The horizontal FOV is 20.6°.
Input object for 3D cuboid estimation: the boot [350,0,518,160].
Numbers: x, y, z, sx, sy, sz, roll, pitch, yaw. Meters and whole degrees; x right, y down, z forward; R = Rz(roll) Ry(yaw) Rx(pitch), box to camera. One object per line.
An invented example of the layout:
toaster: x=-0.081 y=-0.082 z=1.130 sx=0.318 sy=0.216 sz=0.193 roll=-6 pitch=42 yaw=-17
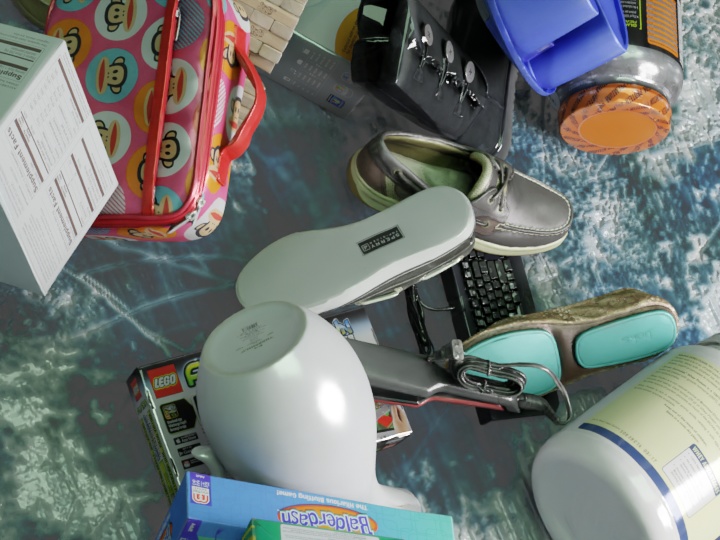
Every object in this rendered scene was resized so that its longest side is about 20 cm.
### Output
boot: x=0.059 y=-0.191 z=1.620 sx=0.200 sy=0.065 sz=0.166 roll=27 pitch=53 yaw=-53

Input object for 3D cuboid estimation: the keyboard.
keyboard: x=0.088 y=0.028 z=1.626 sx=0.126 sy=0.021 sz=0.202 roll=-6 pitch=70 yaw=-25

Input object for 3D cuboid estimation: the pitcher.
pitcher: x=-0.063 y=0.135 z=1.422 sx=0.171 sy=0.121 sz=0.201 roll=-28 pitch=124 yaw=-7

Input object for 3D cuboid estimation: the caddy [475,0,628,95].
caddy: x=0.141 y=-0.241 z=1.620 sx=0.141 sy=0.104 sz=0.201 roll=41 pitch=35 yaw=-54

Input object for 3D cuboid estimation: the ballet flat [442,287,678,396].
ballet flat: x=0.156 y=0.059 z=1.596 sx=0.198 sy=0.065 sz=0.071 roll=-10 pitch=112 yaw=-11

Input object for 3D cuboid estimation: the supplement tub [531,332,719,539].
supplement tub: x=0.249 y=0.149 z=1.568 sx=0.199 sy=0.145 sz=0.145 roll=-32 pitch=83 yaw=-30

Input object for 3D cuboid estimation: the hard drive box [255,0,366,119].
hard drive box: x=-0.061 y=-0.246 z=1.649 sx=0.199 sy=0.077 sz=0.157 roll=27 pitch=60 yaw=-10

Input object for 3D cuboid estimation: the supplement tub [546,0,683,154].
supplement tub: x=0.218 y=-0.211 z=1.722 sx=0.122 sy=0.123 sz=0.202 roll=11 pitch=65 yaw=-18

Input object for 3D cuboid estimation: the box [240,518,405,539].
box: x=-0.050 y=0.256 z=1.380 sx=0.116 sy=0.201 sz=0.049 roll=11 pitch=41 yaw=-18

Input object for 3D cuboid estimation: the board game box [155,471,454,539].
board game box: x=-0.051 y=0.220 z=1.409 sx=0.198 sy=0.153 sz=0.045 roll=11 pitch=43 yaw=-17

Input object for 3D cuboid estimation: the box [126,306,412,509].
box: x=-0.068 y=0.105 z=1.520 sx=0.199 sy=0.035 sz=0.111 roll=-14 pitch=74 yaw=-27

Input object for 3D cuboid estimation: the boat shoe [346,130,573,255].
boat shoe: x=0.090 y=-0.066 z=1.618 sx=0.199 sy=0.066 sz=0.072 roll=15 pitch=62 yaw=-17

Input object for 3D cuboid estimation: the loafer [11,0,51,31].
loafer: x=-0.256 y=-0.284 z=1.589 sx=0.075 sy=0.067 sz=0.201 roll=-12 pitch=73 yaw=-26

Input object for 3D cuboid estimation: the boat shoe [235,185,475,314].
boat shoe: x=0.000 y=0.000 z=1.570 sx=0.198 sy=0.064 sz=0.071 roll=-20 pitch=58 yaw=-4

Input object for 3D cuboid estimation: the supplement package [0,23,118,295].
supplement package: x=-0.297 y=-0.093 z=1.395 sx=0.199 sy=0.156 sz=0.111 roll=17 pitch=57 yaw=23

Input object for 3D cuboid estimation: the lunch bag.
lunch bag: x=-0.156 y=-0.121 z=1.493 sx=0.175 sy=0.082 sz=0.202 roll=2 pitch=78 yaw=20

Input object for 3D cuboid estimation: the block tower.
block tower: x=-0.094 y=-0.167 z=1.557 sx=0.057 sy=0.054 sz=0.201 roll=27 pitch=98 yaw=-10

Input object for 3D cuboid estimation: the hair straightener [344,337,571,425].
hair straightener: x=0.071 y=0.085 z=1.510 sx=0.198 sy=0.077 sz=0.041 roll=14 pitch=62 yaw=-10
